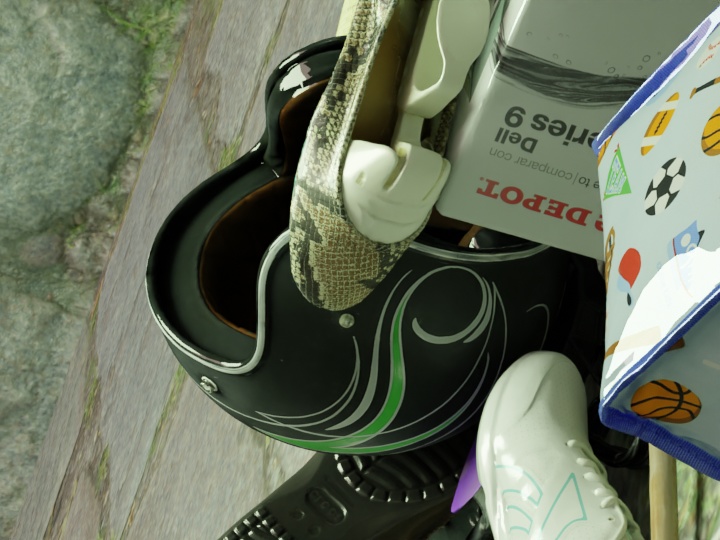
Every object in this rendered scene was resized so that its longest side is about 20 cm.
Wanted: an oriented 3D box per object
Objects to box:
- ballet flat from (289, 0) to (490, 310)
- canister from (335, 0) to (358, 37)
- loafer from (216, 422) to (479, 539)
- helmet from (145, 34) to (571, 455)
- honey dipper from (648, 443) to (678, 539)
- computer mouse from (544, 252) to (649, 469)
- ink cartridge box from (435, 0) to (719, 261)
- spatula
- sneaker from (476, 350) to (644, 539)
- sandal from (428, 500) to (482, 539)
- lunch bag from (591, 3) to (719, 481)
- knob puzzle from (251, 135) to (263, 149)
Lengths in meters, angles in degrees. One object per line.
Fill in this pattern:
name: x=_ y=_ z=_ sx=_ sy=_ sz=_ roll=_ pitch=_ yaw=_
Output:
ballet flat: x=0.020 y=-0.078 z=1.299 sx=0.075 sy=0.068 sz=0.200 roll=12 pitch=85 yaw=57
canister: x=0.045 y=-0.121 z=1.745 sx=0.086 sy=0.149 sz=0.200 roll=-11 pitch=53 yaw=36
loafer: x=0.002 y=0.124 z=1.538 sx=0.073 sy=0.200 sz=0.071 roll=51 pitch=167 yaw=27
helmet: x=0.000 y=0.000 z=1.463 sx=0.200 sy=0.200 sz=0.191 roll=-85 pitch=18 yaw=-45
honey dipper: x=0.135 y=0.091 z=1.298 sx=0.038 sy=0.038 sz=0.200 roll=120 pitch=158 yaw=-48
computer mouse: x=0.121 y=0.044 z=1.446 sx=0.200 sy=0.034 sz=0.059 roll=-111 pitch=40 yaw=-61
ink cartridge box: x=0.131 y=-0.105 z=1.313 sx=0.084 sy=0.146 sz=0.200 roll=-96 pitch=25 yaw=-59
spatula: x=0.061 y=0.120 z=1.482 sx=0.200 sy=0.021 sz=0.057 roll=90 pitch=-161 yaw=-63
sneaker: x=0.098 y=0.121 z=1.341 sx=0.080 sy=0.070 sz=0.201 roll=-20 pitch=46 yaw=30
sandal: x=0.016 y=0.078 z=1.599 sx=0.075 sy=0.048 sz=0.201 roll=-26 pitch=80 yaw=53
lunch bag: x=0.177 y=-0.038 z=1.079 sx=0.200 sy=0.124 sz=0.170 roll=-47 pitch=26 yaw=36
knob puzzle: x=-0.010 y=-0.024 z=1.760 sx=0.030 sy=0.220 sz=0.220 roll=-4 pitch=65 yaw=40
